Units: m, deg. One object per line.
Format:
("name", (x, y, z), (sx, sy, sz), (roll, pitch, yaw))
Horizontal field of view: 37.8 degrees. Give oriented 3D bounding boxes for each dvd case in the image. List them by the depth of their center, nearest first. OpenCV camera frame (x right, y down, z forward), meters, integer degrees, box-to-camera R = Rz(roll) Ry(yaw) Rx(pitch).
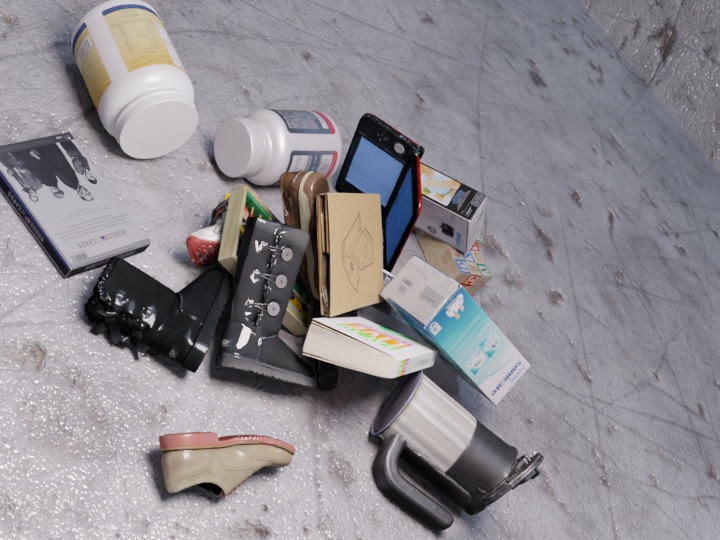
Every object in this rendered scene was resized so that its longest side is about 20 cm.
("dvd case", (-0.387, -0.091, 1.391), (0.201, 0.025, 0.150), (52, 34, 10))

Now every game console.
("game console", (0.026, -0.122, 1.720), (0.171, 0.201, 0.119), (34, 53, 6))

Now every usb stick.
("usb stick", (-0.052, 0.086, 1.537), (0.032, 0.056, 0.202), (-4, 45, -1))

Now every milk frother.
("milk frother", (0.133, 0.235, 1.444), (0.187, 0.200, 0.181), (39, 38, -7))

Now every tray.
("tray", (0.070, 0.129, 1.647), (0.198, 0.022, 0.109), (27, 39, -25))

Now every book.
("book", (0.019, 0.107, 1.447), (0.132, 0.049, 0.200), (20, 6, 17))

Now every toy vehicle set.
("toy vehicle set", (-0.126, -0.012, 1.490), (0.200, 0.026, 0.126), (48, 36, -44))

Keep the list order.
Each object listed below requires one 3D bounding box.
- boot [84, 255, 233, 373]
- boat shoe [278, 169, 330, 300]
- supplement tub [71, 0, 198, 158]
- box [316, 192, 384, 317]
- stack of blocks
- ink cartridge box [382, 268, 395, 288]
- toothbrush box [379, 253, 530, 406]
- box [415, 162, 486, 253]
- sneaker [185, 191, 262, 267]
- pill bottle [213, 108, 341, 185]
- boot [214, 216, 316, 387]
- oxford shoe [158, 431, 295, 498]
("boot", (-0.259, 0.033, 1.362), (0.161, 0.074, 0.200), (29, 35, -12))
("boat shoe", (-0.078, -0.053, 1.497), (0.074, 0.206, 0.075), (13, 35, 24))
("supplement tub", (-0.329, -0.281, 1.545), (0.143, 0.144, 0.202), (0, 54, -46))
("box", (-0.012, -0.027, 1.505), (0.199, 0.021, 0.167), (-10, 98, -68))
("stack of blocks", (0.165, -0.054, 1.907), (0.114, 0.059, 0.202), (9, 48, -40))
("ink cartridge box", (0.000, 0.000, 1.648), (0.198, 0.040, 0.099), (29, -3, -23))
("toothbrush box", (0.141, 0.088, 1.567), (0.200, 0.085, 0.146), (45, -5, -33))
("box", (0.116, -0.122, 1.813), (0.198, 0.117, 0.061), (30, 68, 16))
("sneaker", (-0.195, -0.063, 1.514), (0.083, 0.077, 0.200), (61, 26, -1))
("pill bottle", (-0.134, -0.198, 1.687), (0.198, 0.120, 0.121), (-7, 58, -50))
("boot", (-0.105, 0.044, 1.410), (0.163, 0.065, 0.204), (22, 74, -44))
("oxford shoe", (-0.160, 0.236, 1.269), (0.198, 0.070, 0.076), (10, 73, -43))
